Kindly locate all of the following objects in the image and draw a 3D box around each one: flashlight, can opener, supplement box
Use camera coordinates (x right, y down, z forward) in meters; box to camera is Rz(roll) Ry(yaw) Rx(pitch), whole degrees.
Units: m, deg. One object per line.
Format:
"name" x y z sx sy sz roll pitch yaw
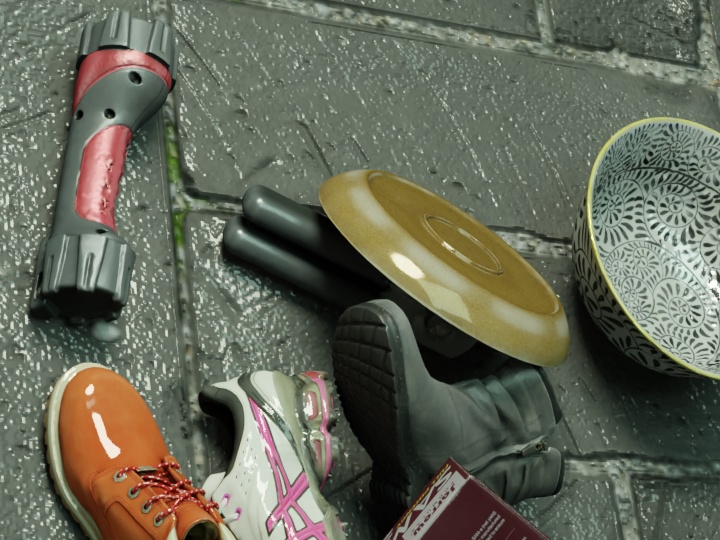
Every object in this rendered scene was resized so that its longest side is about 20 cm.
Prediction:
"flashlight" -0.157 -0.065 1.346 0.067 0.068 0.202 15 59 -19
"can opener" 0.000 0.000 1.431 0.199 0.053 0.067 24 22 -22
"supplement box" 0.100 0.221 1.306 0.200 0.061 0.109 41 88 -13

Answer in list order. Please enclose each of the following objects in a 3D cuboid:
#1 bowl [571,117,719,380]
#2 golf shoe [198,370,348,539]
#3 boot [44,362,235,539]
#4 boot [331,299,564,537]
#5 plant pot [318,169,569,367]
"bowl" 0.220 0.001 1.531 0.199 0.094 0.202 14 61 -25
"golf shoe" -0.054 0.157 1.306 0.091 0.073 0.202 -1 60 -12
"boot" -0.119 0.136 1.247 0.075 0.107 0.201 -14 74 -34
"boot" 0.060 0.081 1.351 0.131 0.070 0.201 -29 128 -25
"plant pot" 0.061 -0.009 1.404 0.199 0.028 0.200 32 16 -10
